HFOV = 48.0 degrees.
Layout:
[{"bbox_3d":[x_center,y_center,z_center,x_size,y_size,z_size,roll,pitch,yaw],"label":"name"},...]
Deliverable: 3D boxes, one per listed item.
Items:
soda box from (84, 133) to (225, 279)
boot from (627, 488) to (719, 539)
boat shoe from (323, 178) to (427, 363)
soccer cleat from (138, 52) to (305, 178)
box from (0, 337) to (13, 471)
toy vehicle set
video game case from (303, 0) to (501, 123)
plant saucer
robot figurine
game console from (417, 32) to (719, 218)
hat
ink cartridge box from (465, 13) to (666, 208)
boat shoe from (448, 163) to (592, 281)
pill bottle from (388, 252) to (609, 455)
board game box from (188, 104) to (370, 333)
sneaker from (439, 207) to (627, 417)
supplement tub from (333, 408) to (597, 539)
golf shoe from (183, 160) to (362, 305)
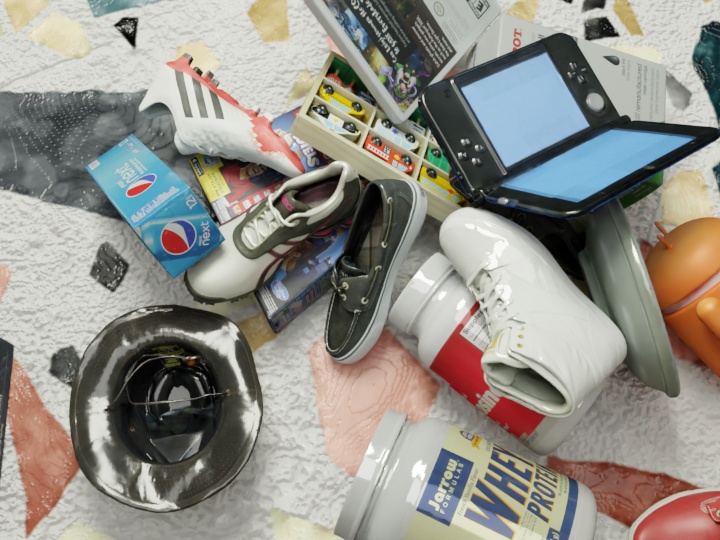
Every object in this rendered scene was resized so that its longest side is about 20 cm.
[{"bbox_3d":[-0.209,-0.069,0.805,0.064,0.068,0.200,-38,36,-10],"label":"soda box"},{"bbox_3d":[0.345,0.223,0.714,0.199,0.144,0.073,-14,73,-2],"label":"boot"},{"bbox_3d":[0.000,0.000,0.792,0.069,0.056,0.201,39,114,44],"label":"boat shoe"},{"bbox_3d":[-0.141,-0.140,0.825,0.200,0.069,0.085,39,87,15],"label":"soccer cleat"},{"bbox_3d":[-0.409,0.144,0.733,0.103,0.182,0.201,-2,72,0],"label":"box"},{"bbox_3d":[0.034,-0.137,0.839,0.199,0.027,0.125,29,46,-11],"label":"toy vehicle set"},{"bbox_3d":[0.036,-0.282,0.807,0.182,0.023,0.200,-50,118,-18],"label":"video game case"},{"bbox_3d":[0.244,0.027,0.761,0.050,0.200,0.201,-18,71,13],"label":"plant saucer"},{"bbox_3d":[0.357,0.030,0.786,0.200,0.117,0.144,46,66,3],"label":"robot figurine"},{"bbox_3d":[0.183,-0.138,0.720,0.199,0.118,0.171,-27,85,-26],"label":"game console"},{"bbox_3d":[-0.184,0.137,0.787,0.199,0.081,0.202,1,64,-2],"label":"hat"},{"bbox_3d":[0.211,-0.163,0.849,0.199,0.083,0.147,12,72,-13],"label":"ink cartridge box"},{"bbox_3d":[0.170,-0.051,0.811,0.200,0.072,0.066,26,67,-25],"label":"boat shoe"},{"bbox_3d":[0.129,0.075,0.783,0.200,0.112,0.112,38,76,13],"label":"pill bottle"},{"bbox_3d":[-0.049,-0.069,0.862,0.199,0.062,0.201,-26,73,-9],"label":"board game box"},{"bbox_3d":[0.125,0.034,0.690,0.200,0.074,0.115,43,46,15],"label":"sneaker"},{"bbox_3d":[0.091,0.220,0.718,0.199,0.145,0.146,23,73,8],"label":"supplement tub"},{"bbox_3d":[-0.088,-0.044,0.777,0.200,0.088,0.077,-35,76,-9],"label":"golf shoe"}]
